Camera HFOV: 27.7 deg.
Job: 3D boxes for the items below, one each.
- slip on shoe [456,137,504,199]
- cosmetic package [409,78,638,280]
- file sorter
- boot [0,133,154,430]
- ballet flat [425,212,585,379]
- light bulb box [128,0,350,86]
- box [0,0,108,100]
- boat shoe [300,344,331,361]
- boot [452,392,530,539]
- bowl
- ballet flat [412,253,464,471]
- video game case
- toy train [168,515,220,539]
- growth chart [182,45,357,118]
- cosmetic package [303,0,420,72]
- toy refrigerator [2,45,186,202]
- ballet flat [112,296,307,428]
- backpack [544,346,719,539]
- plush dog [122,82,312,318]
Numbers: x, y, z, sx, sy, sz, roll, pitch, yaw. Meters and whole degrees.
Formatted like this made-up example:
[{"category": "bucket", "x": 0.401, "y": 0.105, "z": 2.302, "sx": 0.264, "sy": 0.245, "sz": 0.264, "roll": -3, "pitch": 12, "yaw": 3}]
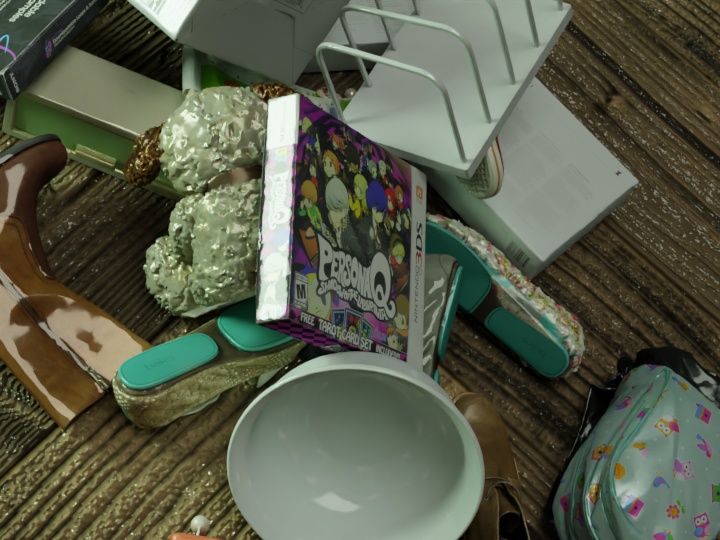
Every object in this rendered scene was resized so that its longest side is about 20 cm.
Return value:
[{"category": "slip on shoe", "x": 0.109, "y": -0.155, "z": 1.341, "sx": 0.061, "sy": 0.074, "sz": 0.201, "roll": 3, "pitch": 56, "yaw": -19}, {"category": "cosmetic package", "x": 0.145, "y": -0.107, "z": 1.404, "sx": 0.151, "sy": 0.052, "sz": 0.200, "roll": -37, "pitch": 78, "yaw": -29}, {"category": "file sorter", "x": 0.070, "y": -0.208, "z": 1.260, "sx": 0.138, "sy": 0.125, "sz": 0.200, "roll": 20, "pitch": 64, "yaw": 28}, {"category": "boot", "x": -0.250, "y": 0.003, "z": 1.205, "sx": 0.200, "sy": 0.069, "sz": 0.188, "roll": 38, "pitch": 57, "yaw": 3}, {"category": "ballet flat", "x": 0.126, "y": 0.019, "z": 1.334, "sx": 0.200, "sy": 0.076, "sz": 0.064, "roll": 45, "pitch": 37, "yaw": 1}, {"category": "light bulb box", "x": -0.140, "y": -0.283, "z": 1.289, "sx": 0.200, "sy": 0.125, "sz": 0.198, "roll": 42, "pitch": 14, "yaw": 24}, {"category": "box", "x": -0.337, "y": -0.220, "z": 1.265, "sx": 0.199, "sy": 0.036, "sz": 0.143, "roll": 16, "pitch": 52, "yaw": 27}, {"category": "boat shoe", "x": 0.000, "y": 0.000, "z": 1.290, "sx": 0.060, "sy": 0.076, "sz": 0.201, "roll": 23, "pitch": 56, "yaw": -12}, {"category": "boot", "x": 0.114, "y": 0.188, "z": 1.223, "sx": 0.073, "sy": 0.076, "sz": 0.201, "roll": 3, "pitch": 61, "yaw": -18}, {"category": "bowl", "x": -0.001, "y": 0.139, "z": 1.167, "sx": 0.200, "sy": 0.202, "sz": 0.090, "roll": 22, "pitch": 27, "yaw": -6}, {"category": "ballet flat", "x": 0.046, "y": 0.080, "z": 1.266, "sx": 0.063, "sy": 0.067, "sz": 0.201, "roll": 7, "pitch": 70, "yaw": 8}, {"category": "video game case", "x": -0.010, "y": -0.022, "z": 1.175, "sx": 0.200, "sy": 0.036, "sz": 0.182, "roll": 27, "pitch": 60, "yaw": -53}, {"category": "toy train", "x": -0.072, "y": 0.272, "z": 1.118, "sx": 0.199, "sy": 0.056, "sz": 0.151, "roll": 16, "pitch": 64, "yaw": -10}, {"category": "growth chart", "x": -0.075, "y": -0.152, "z": 1.326, "sx": 0.199, "sy": 0.018, "sz": 0.145, "roll": 15, "pitch": 29, "yaw": -26}, {"category": "cosmetic package", "x": -0.009, "y": -0.274, "z": 1.452, "sx": 0.199, "sy": 0.052, "sz": 0.151, "roll": -6, "pitch": 66, "yaw": -22}, {"category": "toy refrigerator", "x": -0.208, "y": -0.126, "z": 1.287, "sx": 0.199, "sy": 0.076, "sz": 0.070, "roll": 22, "pitch": 57, "yaw": -7}, {"category": "ballet flat", "x": -0.113, "y": 0.074, "z": 1.216, "sx": 0.199, "sy": 0.065, "sz": 0.071, "roll": -20, "pitch": 45, "yaw": -22}, {"category": "backpack", "x": 0.250, "y": 0.175, "z": 1.250, "sx": 0.167, "sy": 0.127, "sz": 0.200, "roll": 42, "pitch": 60, "yaw": 3}, {"category": "plush dog", "x": -0.103, "y": -0.065, "z": 1.198, "sx": 0.199, "sy": 0.160, "sz": 0.172, "roll": -20, "pitch": 91, "yaw": -1}]
